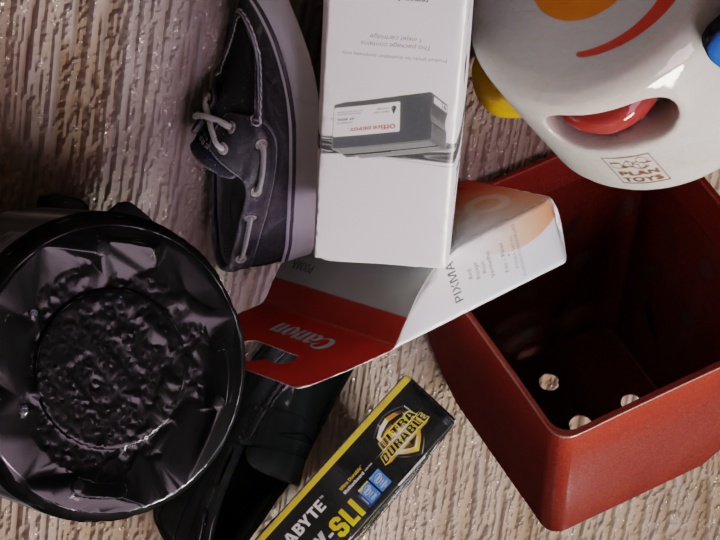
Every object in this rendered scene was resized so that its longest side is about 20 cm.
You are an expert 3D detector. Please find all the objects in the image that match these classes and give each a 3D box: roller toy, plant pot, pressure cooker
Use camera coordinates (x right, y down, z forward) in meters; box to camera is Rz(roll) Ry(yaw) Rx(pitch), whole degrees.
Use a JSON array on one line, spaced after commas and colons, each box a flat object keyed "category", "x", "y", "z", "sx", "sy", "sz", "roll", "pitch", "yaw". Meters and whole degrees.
[{"category": "roller toy", "x": 0.169, "y": -0.147, "z": 1.704, "sx": 0.200, "sy": 0.183, "sz": 0.140, "roll": -44, "pitch": 138, "yaw": 3}, {"category": "plant pot", "x": 0.156, "y": 0.053, "z": 1.871, "sx": 0.199, "sy": 0.200, "sz": 0.177, "roll": -23, "pitch": 146, "yaw": -19}, {"category": "pressure cooker", "x": -0.173, "y": 0.047, "z": 1.610, "sx": 0.175, "sy": 0.200, "sz": 0.180, "roll": -7, "pitch": 95, "yaw": -25}]

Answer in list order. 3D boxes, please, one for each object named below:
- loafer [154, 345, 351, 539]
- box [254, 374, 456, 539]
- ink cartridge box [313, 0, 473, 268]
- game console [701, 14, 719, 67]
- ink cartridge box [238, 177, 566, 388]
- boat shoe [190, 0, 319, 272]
[{"category": "loafer", "x": -0.057, "y": 0.111, "z": 1.826, "sx": 0.068, "sy": 0.070, "sz": 0.201, "roll": 23, "pitch": 109, "yaw": -46}, {"category": "box", "x": -0.019, "y": 0.159, "z": 1.823, "sx": 0.160, "sy": 0.049, "sz": 0.200, "roll": -46, "pitch": 174, "yaw": -16}, {"category": "ink cartridge box", "x": 0.021, "y": -0.123, "z": 1.627, "sx": 0.084, "sy": 0.145, "sz": 0.201, "roll": 5, "pitch": 127, "yaw": 2}, {"category": "game console", "x": 0.297, "y": -0.178, "z": 1.655, "sx": 0.170, "sy": 0.119, "sz": 0.200, "roll": -37, "pitch": 140, "yaw": 22}, {"category": "ink cartridge box", "x": 0.000, "y": 0.000, "z": 1.707, "sx": 0.199, "sy": 0.162, "sz": 0.050, "roll": -23, "pitch": 110, "yaw": -27}, {"category": "boat shoe", "x": -0.068, "y": -0.082, "z": 1.672, "sx": 0.067, "sy": 0.072, "sz": 0.201, "roll": -17, "pitch": 136, "yaw": -19}]
